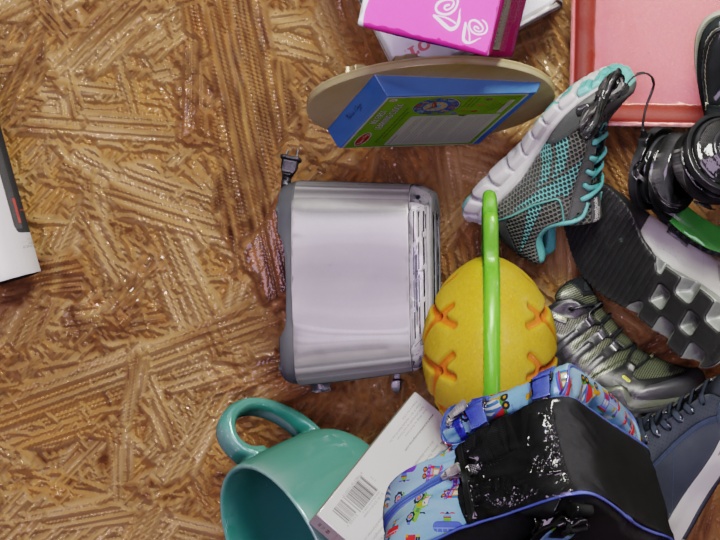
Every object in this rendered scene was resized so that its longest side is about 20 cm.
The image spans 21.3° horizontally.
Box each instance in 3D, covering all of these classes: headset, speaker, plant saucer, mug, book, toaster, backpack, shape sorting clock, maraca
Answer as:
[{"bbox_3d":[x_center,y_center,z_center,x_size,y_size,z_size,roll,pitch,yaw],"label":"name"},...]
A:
[{"bbox_3d":[0.245,-0.072,1.467,0.200,0.123,0.094,47,63,-20],"label":"headset"},{"bbox_3d":[-0.339,-0.081,1.652,0.080,0.081,0.202,-16,90,11],"label":"speaker"},{"bbox_3d":[0.271,-0.217,1.555,0.198,0.037,0.202,2,94,11],"label":"plant saucer"},{"bbox_3d":[-0.031,0.194,1.575,0.151,0.114,0.187,11,118,52],"label":"mug"},{"bbox_3d":[0.076,0.211,1.500,0.200,0.048,0.134,41,63,1],"label":"book"},{"bbox_3d":[0.000,0.000,1.582,0.128,0.114,0.203,-1,91,7],"label":"toaster"},{"bbox_3d":[0.106,0.175,1.402,0.199,0.182,0.136,-26,57,25],"label":"backpack"},{"bbox_3d":[0.055,-0.136,1.520,0.198,0.200,0.040,-9,78,11],"label":"shape sorting clock"},{"bbox_3d":[0.101,0.041,1.504,0.106,0.137,0.202,1,79,-1],"label":"maraca"}]

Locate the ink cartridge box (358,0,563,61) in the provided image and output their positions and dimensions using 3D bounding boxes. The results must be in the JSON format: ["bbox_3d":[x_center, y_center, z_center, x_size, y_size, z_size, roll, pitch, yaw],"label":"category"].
[{"bbox_3d":[0.058,-0.270,1.566,0.144,0.083,0.202,-27,90,11],"label":"ink cartridge box"}]

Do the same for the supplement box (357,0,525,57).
[{"bbox_3d":[0.069,-0.218,1.423,0.100,0.200,0.105,14,97,8],"label":"supplement box"}]

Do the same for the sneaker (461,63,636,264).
[{"bbox_3d":[0.169,-0.083,1.538,0.091,0.077,0.200,45,132,6],"label":"sneaker"}]

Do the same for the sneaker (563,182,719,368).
[{"bbox_3d":[0.247,0.001,1.563,0.200,0.088,0.074,49,124,26],"label":"sneaker"}]

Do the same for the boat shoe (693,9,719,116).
[{"bbox_3d":[0.307,-0.104,1.505,0.074,0.066,0.201,-8,116,15],"label":"boat shoe"}]

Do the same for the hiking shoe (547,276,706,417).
[{"bbox_3d":[0.188,0.059,1.568,0.198,0.076,0.102,10,99,10],"label":"hiking shoe"}]

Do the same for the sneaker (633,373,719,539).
[{"bbox_3d":[0.222,0.114,1.485,0.145,0.077,0.204,31,112,9],"label":"sneaker"}]
